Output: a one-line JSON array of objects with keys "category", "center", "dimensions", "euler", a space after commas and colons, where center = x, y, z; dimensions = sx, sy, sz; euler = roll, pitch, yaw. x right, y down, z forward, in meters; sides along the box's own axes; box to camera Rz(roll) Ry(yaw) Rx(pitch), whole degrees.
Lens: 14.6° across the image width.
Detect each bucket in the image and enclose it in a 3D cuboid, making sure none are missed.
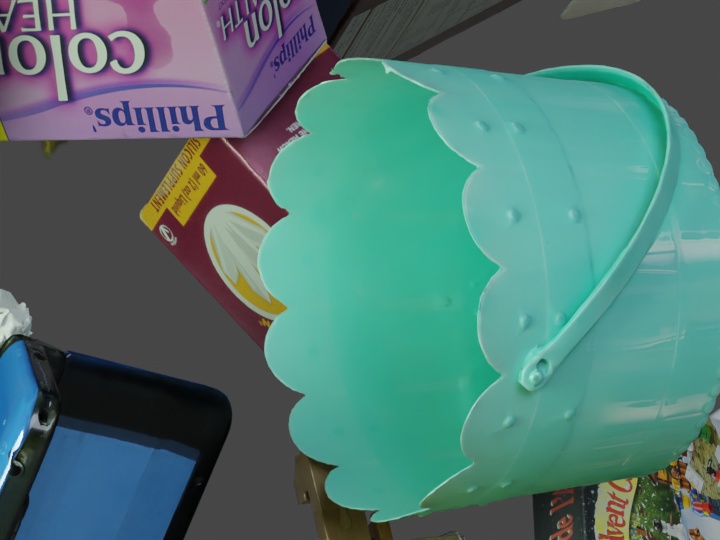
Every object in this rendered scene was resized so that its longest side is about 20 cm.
[{"category": "bucket", "center": [0.058, 0.005, 1.213], "dimensions": [0.135, 0.207, 0.207], "euler": [-2, 64, -28]}]

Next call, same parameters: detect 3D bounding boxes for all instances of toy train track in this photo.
[{"category": "toy train track", "center": [0.000, 0.177, 1.235], "dimensions": [0.115, 0.033, 0.200], "euler": [-2, 70, -32]}]

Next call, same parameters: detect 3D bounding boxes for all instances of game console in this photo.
[{"category": "game console", "center": [-0.127, 0.140, 1.154], "dimensions": [0.118, 0.171, 0.200], "euler": [21, 96, -14]}]

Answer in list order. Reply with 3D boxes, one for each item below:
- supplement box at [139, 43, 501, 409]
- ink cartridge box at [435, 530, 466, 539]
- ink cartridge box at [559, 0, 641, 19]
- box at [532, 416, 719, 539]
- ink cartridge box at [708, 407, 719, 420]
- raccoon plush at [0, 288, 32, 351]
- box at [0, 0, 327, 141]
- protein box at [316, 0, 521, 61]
[{"category": "supplement box", "center": [0.000, 0.000, 1.370], "dimensions": [0.200, 0.110, 0.086], "euler": [47, 57, 6]}, {"category": "ink cartridge box", "center": [0.014, 0.211, 1.282], "dimensions": [0.200, 0.076, 0.136], "euler": [-22, 74, -30]}, {"category": "ink cartridge box", "center": [0.195, -0.214, 1.566], "dimensions": [0.200, 0.117, 0.067], "euler": [-18, 71, -31]}, {"category": "box", "center": [0.146, 0.158, 1.320], "dimensions": [0.137, 0.038, 0.200], "euler": [20, 53, -32]}, {"category": "ink cartridge box", "center": [0.196, 0.135, 1.424], "dimensions": [0.200, 0.042, 0.119], "euler": [-32, 78, -36]}, {"category": "raccoon plush", "center": [-0.205, 0.113, 1.182], "dimensions": [0.097, 0.200, 0.134], "euler": [6, 51, -42]}, {"category": "box", "center": [-0.135, -0.167, 1.297], "dimensions": [0.176, 0.200, 0.097], "euler": [1, 35, 28]}, {"category": "protein box", "center": [-0.005, -0.221, 1.473], "dimensions": [0.200, 0.135, 0.199], "euler": [-29, 77, -33]}]
